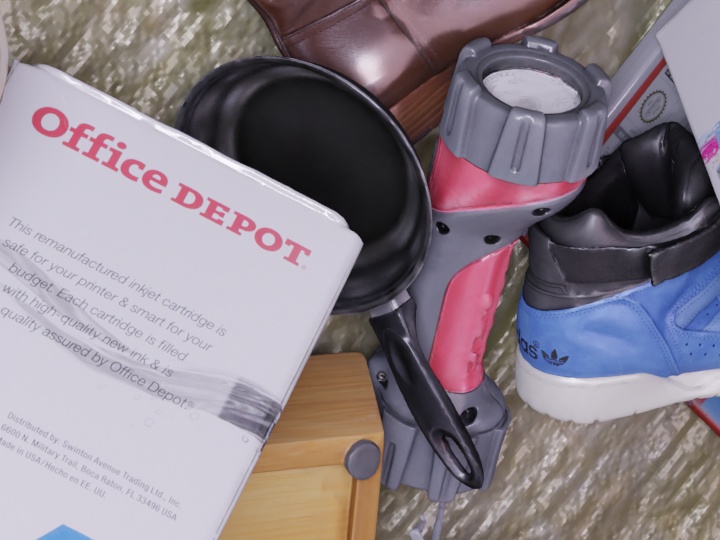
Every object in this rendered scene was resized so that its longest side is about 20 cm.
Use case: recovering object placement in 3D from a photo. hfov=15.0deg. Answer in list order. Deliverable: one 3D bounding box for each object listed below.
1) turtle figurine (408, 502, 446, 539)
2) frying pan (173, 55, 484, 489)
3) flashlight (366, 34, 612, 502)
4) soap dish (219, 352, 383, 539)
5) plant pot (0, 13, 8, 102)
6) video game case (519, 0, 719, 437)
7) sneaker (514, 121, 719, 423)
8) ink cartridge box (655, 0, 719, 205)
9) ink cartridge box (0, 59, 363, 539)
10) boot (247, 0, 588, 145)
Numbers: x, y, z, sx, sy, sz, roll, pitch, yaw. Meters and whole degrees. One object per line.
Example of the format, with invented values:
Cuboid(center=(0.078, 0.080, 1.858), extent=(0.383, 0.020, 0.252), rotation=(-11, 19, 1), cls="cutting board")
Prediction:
Cuboid(center=(0.056, 0.178, 1.151), extent=(0.200, 0.100, 0.150), rotation=(-54, 142, -35), cls="turtle figurine")
Cuboid(center=(0.007, -0.011, 1.077), extent=(0.190, 0.115, 0.031), rotation=(41, 42, 0), cls="frying pan")
Cuboid(center=(0.051, 0.005, 1.112), extent=(0.068, 0.068, 0.201), rotation=(-9, 129, -26), cls="flashlight")
Cuboid(center=(-0.083, 0.120, 1.100), extent=(0.199, 0.081, 0.158), rotation=(-4, 108, -30), cls="soap dish")
Cuboid(center=(-0.227, -0.036, 0.918), extent=(0.199, 0.201, 0.135), rotation=(-7, 137, -28), cls="plant pot")
Cuboid(center=(0.168, -0.018, 1.235), extent=(0.143, 0.017, 0.200), rotation=(-51, 123, -6), cls="video game case")
Cuboid(center=(0.159, -0.010, 1.175), extent=(0.199, 0.077, 0.112), rotation=(-11, 121, -19), cls="sneaker")
Cuboid(center=(0.201, -0.063, 1.149), extent=(0.115, 0.201, 0.068), rotation=(9, 142, -36), cls="ink cartridge box")
Cuboid(center=(-0.108, 0.049, 0.983), extent=(0.144, 0.084, 0.201), rotation=(27, 63, 0), cls="ink cartridge box")
Cuboid(center=(0.008, -0.169, 1.072), extent=(0.186, 0.064, 0.200), rotation=(-46, 118, -12), cls="boot")
